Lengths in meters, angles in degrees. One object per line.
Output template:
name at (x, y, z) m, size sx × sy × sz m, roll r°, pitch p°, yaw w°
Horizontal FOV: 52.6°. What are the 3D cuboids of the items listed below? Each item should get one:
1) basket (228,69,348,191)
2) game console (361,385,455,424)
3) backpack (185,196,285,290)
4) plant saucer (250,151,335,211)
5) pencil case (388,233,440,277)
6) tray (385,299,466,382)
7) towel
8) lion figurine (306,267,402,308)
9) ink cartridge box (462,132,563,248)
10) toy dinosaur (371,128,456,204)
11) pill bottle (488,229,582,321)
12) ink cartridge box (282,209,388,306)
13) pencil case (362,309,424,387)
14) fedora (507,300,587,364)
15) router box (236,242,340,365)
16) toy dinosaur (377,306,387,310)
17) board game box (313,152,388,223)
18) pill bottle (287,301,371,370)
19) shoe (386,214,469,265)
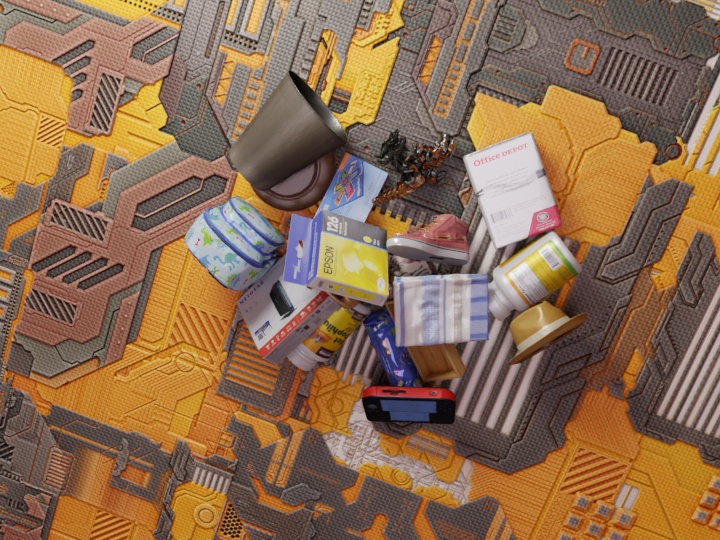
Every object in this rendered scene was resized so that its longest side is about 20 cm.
basket at (-0.156, -0.265, 1.463) m, size 0.200 × 0.136 × 0.181 m, roll -38°, pitch 101°, yaw 16°
game console at (0.106, 0.298, 1.582) m, size 0.199 × 0.031 × 0.177 m, roll 1°, pitch 147°, yaw 7°
backpack at (-0.261, -0.062, 1.517) m, size 0.183 × 0.200 × 0.147 m, roll 44°, pitch 103°, yaw -3°
plant saucer at (-0.154, -0.224, 1.554) m, size 0.199 × 0.037 × 0.202 m, roll 2°, pitch 102°, yaw 7°
pencil case at (0.123, 0.016, 1.550) m, size 0.089 × 0.078 × 0.201 m, roll -36°, pitch 98°, yaw -16°
tray at (0.137, 0.138, 1.540) m, size 0.098 × 0.037 × 0.201 m, roll -15°, pitch 107°, yaw 42°
towel at (0.163, 0.080, 1.471) m, size 0.199 × 0.024 × 0.148 m, roll -3°, pitch 103°, yaw -5°
lion figurine at (-0.006, 0.035, 1.472) m, size 0.123 × 0.200 × 0.072 m, roll 53°, pitch 143°, yaw 8°
ink cartridge box at (0.308, -0.166, 1.487) m, size 0.144 × 0.083 × 0.201 m, roll -19°, pitch 99°, yaw 11°
toy dinosaur at (0.104, -0.211, 1.500) m, size 0.136 × 0.102 × 0.200 m, roll 44°, pitch 77°, yaw -23°
pill bottle at (0.345, 0.014, 1.508) m, size 0.200 × 0.111 × 0.111 m, roll -38°, pitch 96°, yaw 13°
ink cartridge box at (-0.043, -0.034, 1.431) m, size 0.199 × 0.198 × 0.047 m, roll 17°, pitch 132°, yaw -15°
pencil case at (0.073, 0.184, 1.590) m, size 0.078 × 0.087 × 0.201 m, roll -17°, pitch 99°, yaw 28°
fedora at (0.368, 0.118, 1.501) m, size 0.200 × 0.200 × 0.082 m, roll -34°, pitch 74°, yaw 12°
router box at (-0.155, 0.069, 1.547) m, size 0.200 × 0.180 × 0.049 m, roll -44°, pitch 138°, yaw 10°
toy dinosaur at (0.000, 0.000, 1.558) m, size 0.200 × 0.047 × 0.088 m, roll 37°, pitch 66°, yaw -7°
board game box at (-0.029, -0.137, 1.536) m, size 0.103 × 0.019 × 0.201 m, roll 26°, pitch 86°, yaw -1°
pill bottle at (-0.076, 0.120, 1.581) m, size 0.109 × 0.109 × 0.200 m, roll 39°, pitch 104°, yaw -3°
shoe at (0.139, -0.071, 1.493) m, size 0.199 × 0.071 × 0.092 m, roll 10°, pitch 74°, yaw -30°
